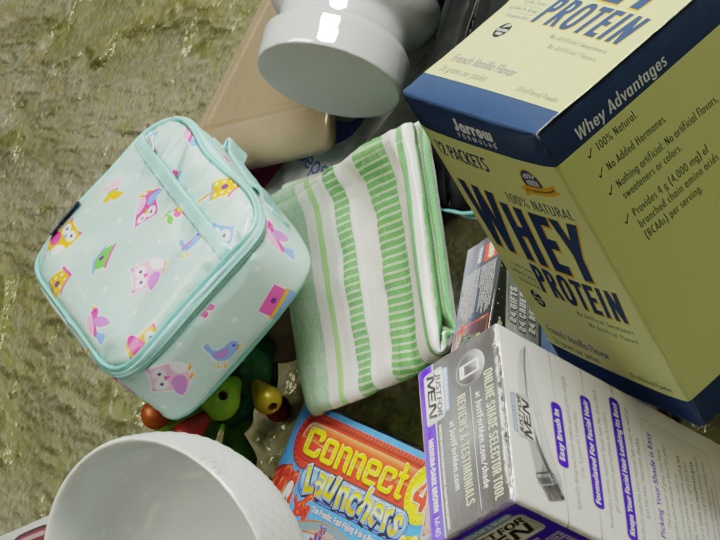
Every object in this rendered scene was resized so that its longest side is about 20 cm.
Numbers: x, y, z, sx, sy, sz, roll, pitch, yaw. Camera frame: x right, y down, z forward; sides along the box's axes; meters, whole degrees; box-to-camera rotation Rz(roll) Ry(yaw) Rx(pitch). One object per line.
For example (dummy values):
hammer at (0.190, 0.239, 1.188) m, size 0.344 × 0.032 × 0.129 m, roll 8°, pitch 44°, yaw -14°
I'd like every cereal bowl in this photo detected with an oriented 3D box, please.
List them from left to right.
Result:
cereal bowl at (-0.103, 0.196, 1.656) m, size 0.199 × 0.083 × 0.201 m, roll 7°, pitch 102°, yaw 37°

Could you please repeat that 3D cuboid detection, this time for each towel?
towel at (0.000, 0.000, 1.643) m, size 0.200 × 0.023 × 0.154 m, roll -25°, pitch 72°, yaw 61°

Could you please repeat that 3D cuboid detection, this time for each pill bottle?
pill bottle at (0.005, -0.206, 1.663) m, size 0.115 × 0.115 × 0.201 m, roll -12°, pitch 55°, yaw 52°

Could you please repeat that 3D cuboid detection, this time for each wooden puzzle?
wooden puzzle at (-0.030, -0.160, 1.794) m, size 0.185 × 0.037 × 0.201 m, roll -9°, pitch 56°, yaw 57°

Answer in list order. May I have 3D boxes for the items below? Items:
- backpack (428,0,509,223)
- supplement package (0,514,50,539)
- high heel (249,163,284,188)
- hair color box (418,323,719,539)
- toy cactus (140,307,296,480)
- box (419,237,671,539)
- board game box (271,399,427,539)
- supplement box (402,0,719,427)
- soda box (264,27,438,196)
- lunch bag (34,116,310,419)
backpack at (0.123, -0.111, 1.597) m, size 0.175 × 0.153 × 0.201 m, roll 7°, pitch 74°, yaw 58°
supplement package at (-0.171, 0.282, 1.770) m, size 0.111 × 0.155 × 0.201 m, roll -26°, pitch 50°, yaw 46°
high heel at (-0.013, -0.110, 1.810) m, size 0.201 × 0.067 × 0.096 m, roll -59°, pitch 20°, yaw -12°
hair color box at (0.123, 0.120, 1.376) m, size 0.065 × 0.200 × 0.110 m, roll -33°, pitch 44°, yaw 33°
toy cactus at (-0.068, 0.074, 1.774) m, size 0.102 × 0.200 × 0.165 m, roll 34°, pitch 86°, yaw 15°
box at (0.110, 0.091, 1.477) m, size 0.040 × 0.137 × 0.201 m, roll -33°, pitch 36°, yaw 46°
board game box at (-0.004, 0.202, 1.674) m, size 0.200 × 0.056 × 0.197 m, roll 19°, pitch 86°, yaw 58°
supplement box at (0.170, -0.067, 1.397) m, size 0.200 × 0.200 × 0.134 m, roll -41°, pitch 29°, yaw -16°
soda box at (0.021, -0.092, 1.749) m, size 0.200 × 0.068 × 0.064 m, roll -50°, pitch 36°, yaw 25°
lunch bag at (-0.124, -0.011, 1.717) m, size 0.161 × 0.077 × 0.200 m, roll -49°, pitch 36°, yaw 4°
